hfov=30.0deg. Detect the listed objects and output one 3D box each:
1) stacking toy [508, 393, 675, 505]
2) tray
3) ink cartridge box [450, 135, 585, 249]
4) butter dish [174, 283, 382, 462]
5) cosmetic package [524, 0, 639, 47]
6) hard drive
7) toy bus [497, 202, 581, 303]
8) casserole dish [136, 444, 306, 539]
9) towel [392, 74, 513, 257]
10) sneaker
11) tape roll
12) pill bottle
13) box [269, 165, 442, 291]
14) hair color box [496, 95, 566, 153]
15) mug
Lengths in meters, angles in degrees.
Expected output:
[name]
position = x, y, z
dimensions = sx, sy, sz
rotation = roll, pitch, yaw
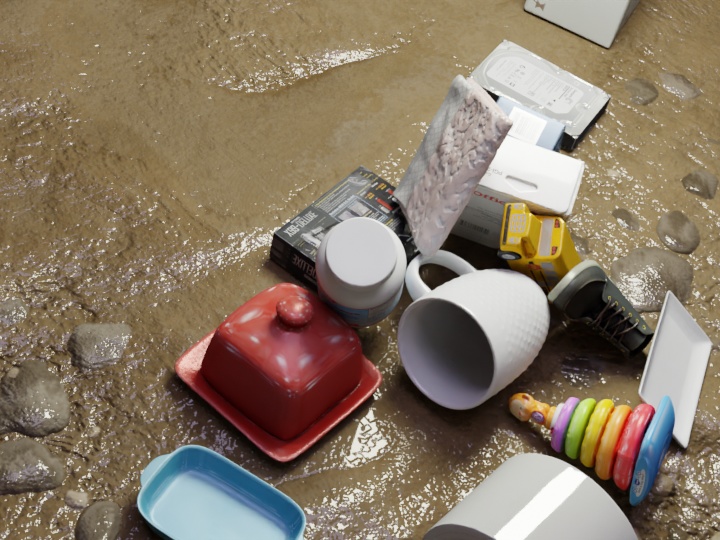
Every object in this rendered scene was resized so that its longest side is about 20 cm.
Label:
[stacking toy]
position = 0.273, 0.193, 1.645
dimensions = 0.199, 0.116, 0.110
rotation = 19, 43, 19
[tray]
position = 0.406, 0.129, 1.756
dimensions = 0.107, 0.022, 0.200
rotation = 47, 44, -19
[ink cartridge box]
position = 0.205, -0.097, 1.803
dimensions = 0.145, 0.200, 0.085
rotation = 19, 73, 3
[butter dish]
position = -0.088, 0.089, 1.604
dimensions = 0.199, 0.148, 0.200
rotation = 38, 50, 19
[cosmetic package]
position = 0.404, -0.519, 2.274
dimensions = 0.166, 0.168, 0.200
rotation = 27, 48, 11
[hard drive]
position = 0.277, -0.277, 2.110
dimensions = 0.200, 0.038, 0.140
rotation = 32, 49, 14
[toy bus]
position = 0.235, -0.020, 1.750
dimensions = 0.078, 0.200, 0.065
rotation = 3, 69, 20
[casserole dish]
position = -0.155, 0.275, 1.491
dimensions = 0.200, 0.039, 0.121
rotation = 29, 48, 12
[towel]
position = 0.113, -0.139, 1.729
dimensions = 0.032, 0.200, 0.191
rotation = 22, 19, -21
[sneaker]
position = 0.318, 0.052, 1.737
dimensions = 0.106, 0.075, 0.200
rotation = 50, 17, 24
[tape roll]
position = 0.180, 0.315, 1.428
dimensions = 0.203, 0.203, 0.139
rotation = 39, 50, 21
[pill bottle]
position = 0.000, 0.000, 1.617
dimensions = 0.108, 0.200, 0.109
rotation = 0, 77, 0
[box]
position = 0.000, -0.041, 1.813
dimensions = 0.157, 0.050, 0.200
rotation = 34, 49, 17
[hair color box]
position = 0.218, -0.155, 1.868
dimensions = 0.100, 0.200, 0.061
rotation = 26, 73, 11
[mug]
position = 0.138, 0.054, 1.687
dimensions = 0.200, 0.148, 0.175
rotation = 48, 41, 14
